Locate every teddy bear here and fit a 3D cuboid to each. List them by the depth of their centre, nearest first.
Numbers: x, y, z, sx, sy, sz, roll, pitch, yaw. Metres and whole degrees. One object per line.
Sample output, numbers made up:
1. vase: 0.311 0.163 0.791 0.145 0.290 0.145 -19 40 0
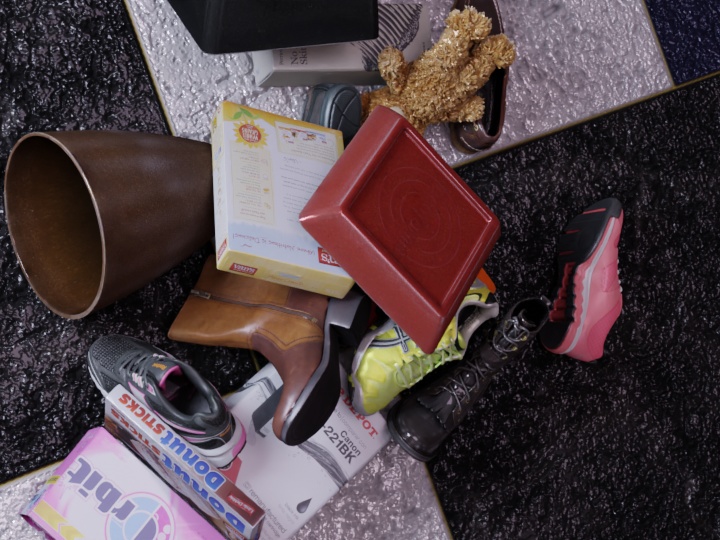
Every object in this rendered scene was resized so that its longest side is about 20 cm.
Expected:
1. teddy bear: 0.083 -0.206 1.665 0.199 0.145 0.067 -28 51 7

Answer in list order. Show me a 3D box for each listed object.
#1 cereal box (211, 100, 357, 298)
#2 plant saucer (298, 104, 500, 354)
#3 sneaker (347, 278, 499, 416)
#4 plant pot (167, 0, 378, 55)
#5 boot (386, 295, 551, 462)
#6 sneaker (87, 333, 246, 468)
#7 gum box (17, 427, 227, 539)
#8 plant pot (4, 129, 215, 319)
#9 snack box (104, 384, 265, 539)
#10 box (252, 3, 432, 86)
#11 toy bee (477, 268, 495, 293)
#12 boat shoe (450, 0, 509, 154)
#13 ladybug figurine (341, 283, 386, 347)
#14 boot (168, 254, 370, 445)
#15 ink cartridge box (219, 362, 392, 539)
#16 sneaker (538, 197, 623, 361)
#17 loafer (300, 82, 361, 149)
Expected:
1. cereal box: -0.080 -0.074 1.533 0.143 0.040 0.202 14 50 -24
2. plant saucer: 0.055 -0.050 1.540 0.200 0.037 0.200 46 49 -15
3. sneaker: 0.065 0.076 1.577 0.200 0.076 0.076 -48 134 -17
4. plant pot: -0.096 -0.358 1.571 0.198 0.200 0.179 -8 126 -22
5. boot: 0.121 0.106 1.609 0.069 0.174 0.200 44 32 3
6. sneaker: -0.198 0.112 1.517 0.199 0.087 0.081 27 61 25
7. gum box: -0.235 0.270 1.532 0.200 0.066 0.114 44 69 -11
8. plant pot: -0.232 -0.066 1.537 0.199 0.186 0.189 -18 89 -40
9. snack box: -0.177 0.198 1.495 0.199 0.072 0.024 39 59 13
10. box: -0.021 -0.255 1.691 0.198 0.068 0.083 -5 85 -23
11. toy bee: 0.072 -0.038 1.692 0.131 0.108 0.202 -31 110 -52
12. boat shoe: 0.145 -0.239 1.754 0.070 0.070 0.202 2 80 -20
13. ladybug figurine: 0.000 0.000 1.609 0.134 0.072 0.202 20 115 2
14. boot: -0.112 0.077 1.537 0.198 0.069 0.190 12 65 21
15. ink cartridge box: -0.083 0.186 1.594 0.200 0.084 0.145 -42 97 -22
16. sneaker: 0.277 0.014 1.780 0.086 0.073 0.202 27 77 -30
17. loafer: -0.049 -0.110 1.670 0.071 0.063 0.202 13 92 -46
